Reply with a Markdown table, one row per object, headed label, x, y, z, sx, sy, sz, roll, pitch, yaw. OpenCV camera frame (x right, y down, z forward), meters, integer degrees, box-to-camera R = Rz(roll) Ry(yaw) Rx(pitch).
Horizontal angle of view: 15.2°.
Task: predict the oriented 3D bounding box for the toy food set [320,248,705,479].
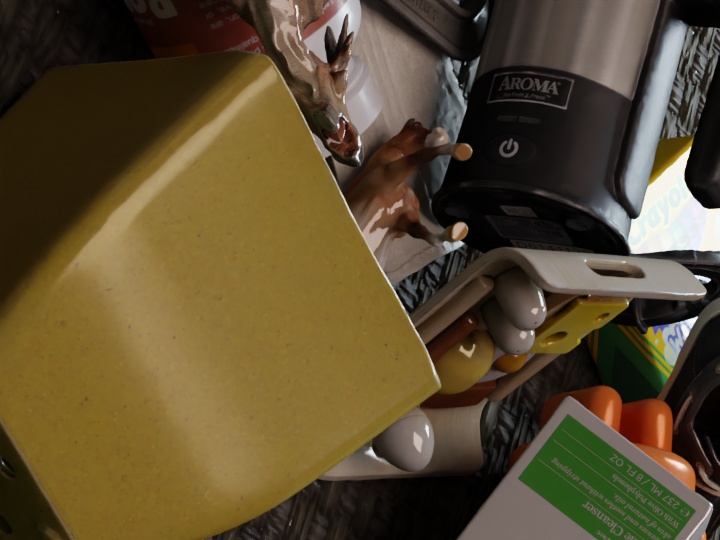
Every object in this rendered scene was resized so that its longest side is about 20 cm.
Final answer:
| label | x | y | z | sx | sy | sz | roll | pitch | yaw |
| --- | --- | --- | --- | --- | --- | --- | --- | --- | --- |
| toy food set | 0.080 | 0.056 | 1.488 | 0.143 | 0.200 | 0.061 | 3 | 57 | -46 |

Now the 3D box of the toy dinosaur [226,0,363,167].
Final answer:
| label | x | y | z | sx | sy | sz | roll | pitch | yaw |
| --- | --- | --- | --- | --- | --- | --- | --- | --- | --- |
| toy dinosaur | -0.035 | -0.149 | 1.321 | 0.136 | 0.085 | 0.201 | 53 | 40 | -40 |

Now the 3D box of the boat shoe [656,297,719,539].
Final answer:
| label | x | y | z | sx | sy | sz | roll | pitch | yaw |
| --- | --- | --- | --- | --- | --- | --- | --- | --- | --- |
| boat shoe | 0.212 | 0.108 | 1.637 | 0.071 | 0.201 | 0.068 | 3 | 42 | -13 |

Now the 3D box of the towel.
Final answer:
| label | x | y | z | sx | sy | sz | roll | pitch | yaw |
| --- | --- | --- | --- | --- | --- | --- | --- | --- | --- |
| towel | 0.009 | -0.096 | 1.548 | 0.132 | 0.034 | 0.201 | -28 | 105 | -46 |

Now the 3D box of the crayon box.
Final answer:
| label | x | y | z | sx | sy | sz | roll | pitch | yaw |
| --- | --- | --- | --- | --- | --- | --- | --- | --- | --- |
| crayon box | 0.189 | 0.003 | 1.714 | 0.126 | 0.051 | 0.201 | -39 | 113 | -42 |

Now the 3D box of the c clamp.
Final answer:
| label | x | y | z | sx | sy | sz | roll | pitch | yaw |
| --- | --- | --- | --- | --- | --- | --- | --- | --- | --- |
| c clamp | 0.032 | -0.221 | 1.547 | 0.200 | 0.027 | 0.172 | 41 | 47 | -46 |

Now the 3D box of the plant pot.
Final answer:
| label | x | y | z | sx | sy | sz | roll | pitch | yaw |
| --- | --- | --- | --- | --- | --- | --- | --- | --- | --- |
| plant pot | -0.122 | 0.035 | 1.288 | 0.200 | 0.194 | 0.196 | -43 | 116 | -31 |

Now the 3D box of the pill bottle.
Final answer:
| label | x | y | z | sx | sy | sz | roll | pitch | yaw |
| --- | --- | --- | --- | --- | --- | --- | --- | --- | --- |
| pill bottle | -0.068 | -0.155 | 1.414 | 0.112 | 0.112 | 0.201 | -47 | 118 | -39 |

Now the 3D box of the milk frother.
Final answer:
| label | x | y | z | sx | sy | sz | roll | pitch | yaw |
| --- | --- | --- | --- | --- | --- | --- | --- | --- | --- |
| milk frother | 0.152 | -0.082 | 1.582 | 0.200 | 0.179 | 0.189 | 76 | 30 | -68 |

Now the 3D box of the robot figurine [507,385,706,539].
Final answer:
| label | x | y | z | sx | sy | sz | roll | pitch | yaw |
| --- | --- | --- | --- | --- | --- | --- | --- | --- | --- |
| robot figurine | 0.136 | 0.172 | 1.593 | 0.144 | 0.116 | 0.201 | 37 | 56 | -64 |

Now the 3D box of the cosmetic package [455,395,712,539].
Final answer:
| label | x | y | z | sx | sy | sz | roll | pitch | yaw |
| --- | --- | --- | --- | --- | --- | --- | --- | --- | --- |
| cosmetic package | 0.094 | 0.185 | 1.487 | 0.200 | 0.107 | 0.085 | -52 | 168 | -11 |

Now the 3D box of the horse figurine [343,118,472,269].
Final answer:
| label | x | y | z | sx | sy | sz | roll | pitch | yaw |
| --- | --- | --- | --- | --- | --- | --- | --- | --- | --- |
| horse figurine | 0.000 | 0.000 | 1.440 | 0.050 | 0.132 | 0.201 | 32 | 80 | -25 |
